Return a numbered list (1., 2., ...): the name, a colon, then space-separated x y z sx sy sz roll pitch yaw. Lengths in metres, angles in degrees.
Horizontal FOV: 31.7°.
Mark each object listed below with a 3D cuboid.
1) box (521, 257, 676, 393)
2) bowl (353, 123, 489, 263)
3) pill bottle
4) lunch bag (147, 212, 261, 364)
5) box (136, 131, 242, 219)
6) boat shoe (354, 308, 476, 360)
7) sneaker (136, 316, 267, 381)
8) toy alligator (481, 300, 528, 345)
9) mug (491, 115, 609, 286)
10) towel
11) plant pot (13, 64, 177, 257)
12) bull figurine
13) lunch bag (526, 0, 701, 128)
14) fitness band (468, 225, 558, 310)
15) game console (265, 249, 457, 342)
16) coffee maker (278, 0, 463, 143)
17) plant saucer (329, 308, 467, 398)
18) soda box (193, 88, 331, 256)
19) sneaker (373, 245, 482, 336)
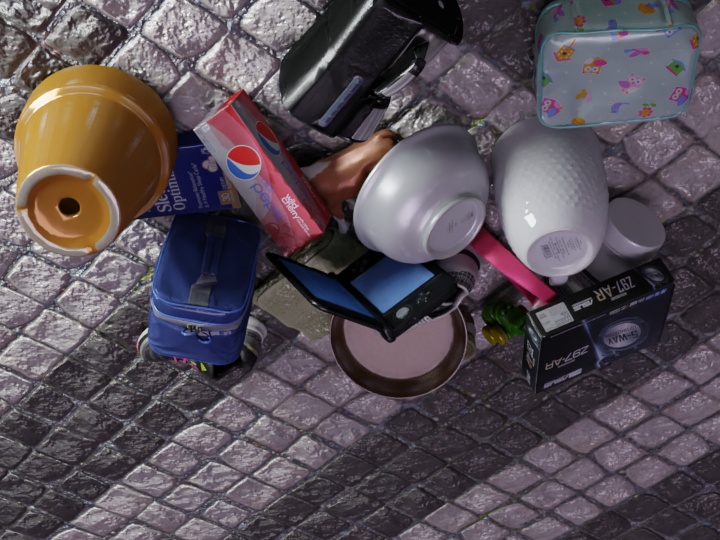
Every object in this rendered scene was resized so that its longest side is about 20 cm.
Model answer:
1. box: 0.314 0.076 1.694 0.198 0.044 0.161 -21 148 -10
2. bowl: 0.095 -0.079 1.617 0.200 0.090 0.202 -27 144 -22
3. pill bottle: 0.331 -0.001 1.752 0.118 0.120 0.201 14 135 -16
4. lunch bag: -0.211 0.021 1.704 0.134 0.201 0.133 9 134 -3
5. box: -0.264 -0.123 1.673 0.197 0.033 0.122 -6 137 6
6. boat shoe: 0.072 0.091 1.883 0.197 0.069 0.075 4 138 3
7. sneaker: -0.239 0.120 1.892 0.197 0.088 0.074 -4 138 3
8. toy alligator: 0.213 0.069 1.829 0.059 0.200 0.054 -38 95 -12
9. mug: 0.249 -0.068 1.635 0.146 0.177 0.201 -6 137 6
10. towel: -0.051 0.024 1.831 0.148 0.037 0.200 29 129 -30
11. plant pot: -0.332 -0.117 1.533 0.197 0.184 0.202 1 124 1
12. bull figurine: -0.020 -0.116 1.662 0.198 0.066 0.121 -22 137 24
13. lunch bag: 0.298 -0.246 1.518 0.197 0.078 0.161 -3 139 2
14. fitness band: 0.200 -0.004 1.701 0.143 0.200 0.037 42 95 1
15. game console: 0.000 0.000 1.657 0.175 0.200 0.117 -36 121 -7
16. coffee maker: -0.010 -0.270 1.468 0.192 0.135 0.200 41 125 -8
17. plant saucer: 0.055 0.090 1.820 0.197 0.032 0.202 3 116 5
18. soda box: -0.120 -0.122 1.591 0.063 0.070 0.201 -30 106 21
19. sneaker: 0.080 0.041 1.721 0.076 0.081 0.200 34 129 -20
